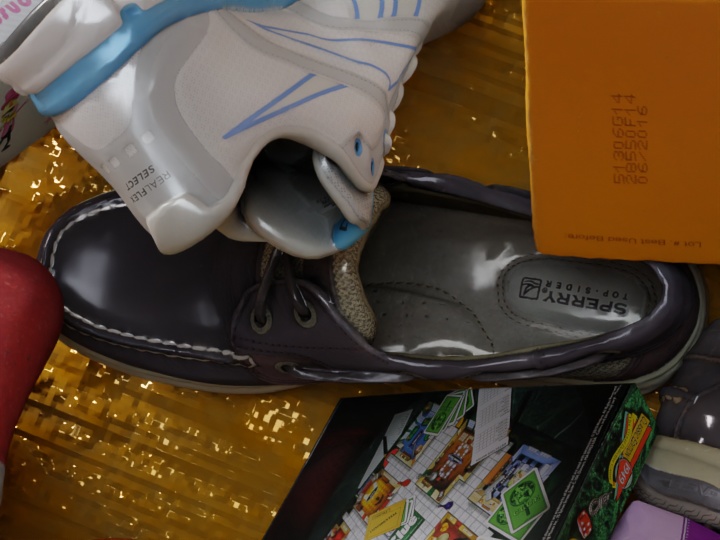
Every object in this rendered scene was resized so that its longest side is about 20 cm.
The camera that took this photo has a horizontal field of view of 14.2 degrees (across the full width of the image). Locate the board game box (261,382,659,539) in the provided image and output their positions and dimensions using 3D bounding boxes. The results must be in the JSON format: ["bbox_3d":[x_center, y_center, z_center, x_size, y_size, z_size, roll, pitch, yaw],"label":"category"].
[{"bbox_3d":[-0.002,0.110,0.762,0.105,0.023,0.200,-2,44,37],"label":"board game box"}]

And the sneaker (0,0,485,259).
[{"bbox_3d":[-0.017,-0.047,0.799,0.075,0.200,0.087,-36,83,35],"label":"sneaker"}]

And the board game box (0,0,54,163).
[{"bbox_3d":[-0.149,-0.125,0.844,0.200,0.064,0.148,36,48,14],"label":"board game box"}]

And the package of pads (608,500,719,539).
[{"bbox_3d":[0.081,0.168,0.742,0.120,0.076,0.200,24,54,12],"label":"package of pads"}]

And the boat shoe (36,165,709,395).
[{"bbox_3d":[0.000,0.000,0.835,0.200,0.065,0.072,6,77,9],"label":"boat shoe"}]

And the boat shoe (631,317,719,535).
[{"bbox_3d":[0.175,0.060,0.793,0.200,0.074,0.073,16,79,10],"label":"boat shoe"}]

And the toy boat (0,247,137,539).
[{"bbox_3d":[-0.107,0.093,0.813,0.131,0.131,0.200,9,76,-22],"label":"toy boat"}]

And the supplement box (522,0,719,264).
[{"bbox_3d":[0.089,-0.118,0.793,0.073,0.126,0.200,3,59,7],"label":"supplement box"}]
